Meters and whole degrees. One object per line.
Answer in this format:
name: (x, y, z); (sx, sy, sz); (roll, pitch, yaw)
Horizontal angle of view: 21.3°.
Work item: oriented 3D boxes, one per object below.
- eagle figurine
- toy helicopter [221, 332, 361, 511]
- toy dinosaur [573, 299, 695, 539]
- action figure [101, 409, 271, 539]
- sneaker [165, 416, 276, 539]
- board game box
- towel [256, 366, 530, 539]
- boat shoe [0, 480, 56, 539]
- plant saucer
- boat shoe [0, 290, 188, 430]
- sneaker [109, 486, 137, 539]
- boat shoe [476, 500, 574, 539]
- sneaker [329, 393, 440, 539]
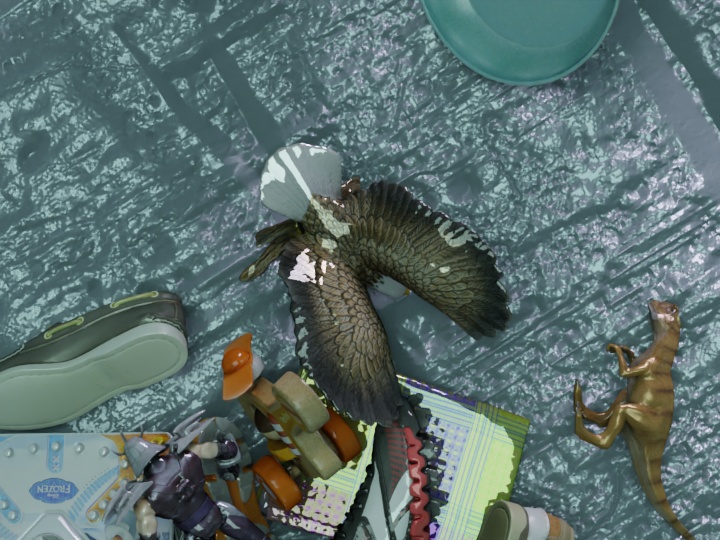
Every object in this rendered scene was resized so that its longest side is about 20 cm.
eagle figurine: (0.006, 0.001, 1.491); (0.151, 0.200, 0.152); (-3, 126, -31)
toy helicopter: (-0.059, 0.101, 1.443); (0.079, 0.200, 0.132); (-38, 86, -14)
toy dinosaur: (0.221, 0.122, 1.506); (0.106, 0.060, 0.201); (2, 87, 4)
action figure: (-0.117, 0.194, 1.449); (0.130, 0.069, 0.200); (-45, 103, -14)
sneaker: (-0.118, 0.218, 1.535); (0.077, 0.078, 0.201); (-10, 91, 35)
board game box: (-0.245, 0.226, 1.498); (0.199, 0.026, 0.201); (-2, 78, 14)
towel: (0.025, 0.156, 1.543); (0.199, 0.023, 0.144); (16, 88, 6)
boat shoe: (-0.290, 0.259, 1.548); (0.068, 0.072, 0.201); (13, 91, 21)
plant saucer: (0.129, -0.247, 1.507); (0.200, 0.036, 0.201); (15, 114, 36)
boat shoe: (-0.231, 0.073, 1.553); (0.201, 0.072, 0.060); (-20, 44, 16)
sneaker: (-0.192, 0.265, 1.544); (0.083, 0.081, 0.201); (-13, 79, 23)
boat shoe: (0.109, 0.280, 1.499); (0.068, 0.075, 0.201); (15, 107, -21)
sneaker: (0.015, 0.197, 1.494); (0.098, 0.071, 0.201); (-1, 89, 3)
